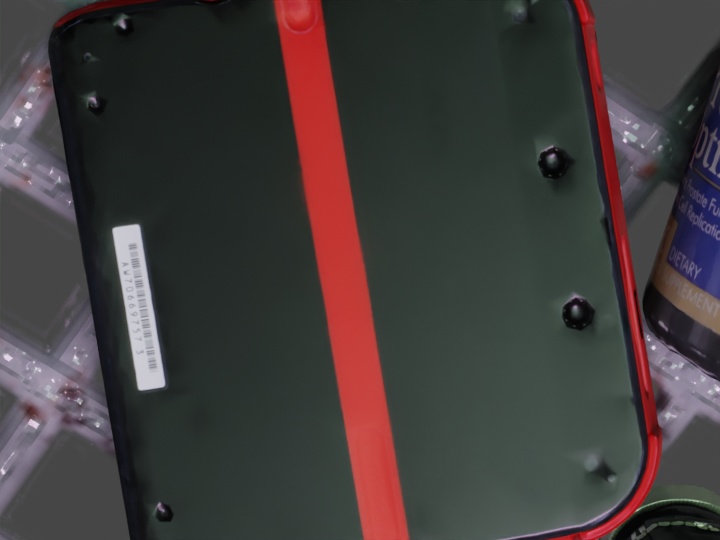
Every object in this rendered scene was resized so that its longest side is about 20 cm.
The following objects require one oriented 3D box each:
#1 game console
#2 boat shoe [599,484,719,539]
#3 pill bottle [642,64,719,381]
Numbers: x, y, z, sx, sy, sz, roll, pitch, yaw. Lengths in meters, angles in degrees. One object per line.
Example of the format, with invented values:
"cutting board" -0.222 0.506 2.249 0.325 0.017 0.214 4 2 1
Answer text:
"game console" 0.000 0.000 0.874 0.177 0.031 0.200 -9 91 4
"boat shoe" 0.116 0.180 0.963 0.072 0.068 0.200 -7 111 -7
"pill bottle" 0.171 -0.059 0.863 0.112 0.112 0.200 13 106 -12
